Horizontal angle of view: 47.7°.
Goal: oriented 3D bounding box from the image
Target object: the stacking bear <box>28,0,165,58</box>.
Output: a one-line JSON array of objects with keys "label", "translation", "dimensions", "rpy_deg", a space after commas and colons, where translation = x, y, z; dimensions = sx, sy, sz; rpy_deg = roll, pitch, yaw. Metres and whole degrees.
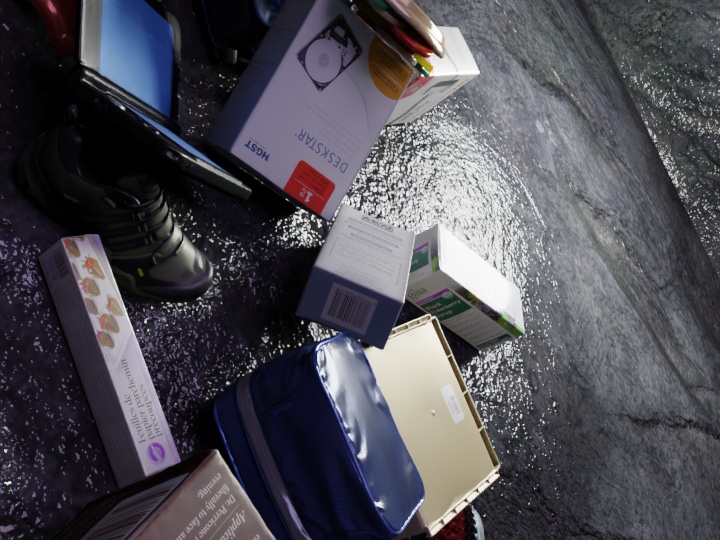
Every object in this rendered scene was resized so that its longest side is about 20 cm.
[{"label": "stacking bear", "translation": [-0.239, -0.304, 0.816], "dimensions": [0.122, 0.113, 0.200], "rpy_deg": [50, 29, -6]}]

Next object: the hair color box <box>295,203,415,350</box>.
[{"label": "hair color box", "translation": [0.000, 0.000, 0.888], "dimensions": [0.097, 0.062, 0.201], "rpy_deg": [22, 24, -2]}]

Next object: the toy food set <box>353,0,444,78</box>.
[{"label": "toy food set", "translation": [0.019, -0.297, 0.909], "dimensions": [0.198, 0.049, 0.199], "rpy_deg": [46, 12, 16]}]

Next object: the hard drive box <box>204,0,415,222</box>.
[{"label": "hard drive box", "translation": [-0.054, -0.184, 0.910], "dimensions": [0.155, 0.076, 0.202], "rpy_deg": [31, 87, -37]}]

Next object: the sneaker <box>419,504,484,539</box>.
[{"label": "sneaker", "translation": [0.109, 0.357, 0.877], "dimensions": [0.095, 0.078, 0.204], "rpy_deg": [38, 48, -46]}]

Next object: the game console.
[{"label": "game console", "translation": [-0.168, -0.168, 0.735], "dimensions": [0.174, 0.117, 0.200], "rpy_deg": [35, 3, 11]}]

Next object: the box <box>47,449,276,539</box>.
[{"label": "box", "translation": [-0.133, 0.259, 0.518], "dimensions": [0.202, 0.163, 0.166], "rpy_deg": [59, 33, -6]}]

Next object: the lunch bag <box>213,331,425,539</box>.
[{"label": "lunch bag", "translation": [-0.039, 0.174, 0.739], "dimensions": [0.203, 0.131, 0.136], "rpy_deg": [66, 18, 7]}]

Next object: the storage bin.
[{"label": "storage bin", "translation": [0.047, 0.168, 0.890], "dimensions": [0.197, 0.093, 0.203], "rpy_deg": [-14, 78, -56]}]

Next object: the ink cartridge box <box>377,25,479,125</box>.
[{"label": "ink cartridge box", "translation": [0.062, -0.276, 1.166], "dimensions": [0.199, 0.144, 0.086], "rpy_deg": [-26, 87, -56]}]

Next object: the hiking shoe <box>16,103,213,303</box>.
[{"label": "hiking shoe", "translation": [-0.194, -0.048, 0.698], "dimensions": [0.200, 0.100, 0.077], "rpy_deg": [42, 45, -26]}]

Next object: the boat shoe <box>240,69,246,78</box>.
[{"label": "boat shoe", "translation": [-0.066, -0.194, 1.003], "dimensions": [0.198, 0.074, 0.067], "rpy_deg": [23, 37, -56]}]

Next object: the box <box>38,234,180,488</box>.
[{"label": "box", "translation": [-0.205, 0.071, 0.662], "dimensions": [0.038, 0.041, 0.203], "rpy_deg": [-12, 77, -55]}]

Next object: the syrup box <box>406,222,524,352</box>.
[{"label": "syrup box", "translation": [0.138, 0.027, 1.122], "dimensions": [0.199, 0.078, 0.083], "rpy_deg": [34, 43, -36]}]

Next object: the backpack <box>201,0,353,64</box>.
[{"label": "backpack", "translation": [-0.092, -0.345, 1.006], "dimensions": [0.199, 0.145, 0.187], "rpy_deg": [-2, 72, -57]}]
